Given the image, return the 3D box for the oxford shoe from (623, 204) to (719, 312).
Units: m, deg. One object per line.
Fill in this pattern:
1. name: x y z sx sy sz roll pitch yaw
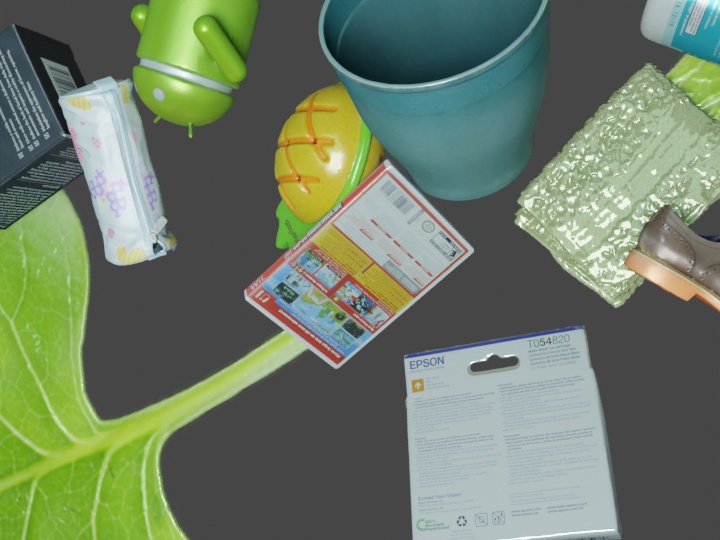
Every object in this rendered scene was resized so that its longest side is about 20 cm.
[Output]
1. oxford shoe: 0.340 0.010 0.755 0.198 0.071 0.074 26 100 -1

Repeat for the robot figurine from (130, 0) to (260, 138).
1. robot figurine: -0.177 -0.249 0.919 0.174 0.115 0.203 24 100 44

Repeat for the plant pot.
1. plant pot: 0.084 -0.174 0.777 0.197 0.189 0.203 -10 54 14

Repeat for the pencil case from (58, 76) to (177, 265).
1. pencil case: -0.264 -0.107 0.933 0.082 0.091 0.203 -18 106 -18

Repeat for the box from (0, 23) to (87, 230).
1. box: -0.417 -0.162 1.005 0.198 0.107 0.150 -30 81 15

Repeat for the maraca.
1. maraca: -0.041 -0.098 0.879 0.202 0.106 0.137 -64 31 21

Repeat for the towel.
1. towel: 0.257 -0.082 0.816 0.148 0.036 0.201 43 103 14

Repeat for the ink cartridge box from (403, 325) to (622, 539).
1. ink cartridge box: 0.143 0.168 0.837 0.196 0.041 0.203 -11 62 18

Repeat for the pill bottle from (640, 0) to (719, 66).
1. pill bottle: 0.358 -0.226 0.743 0.198 0.111 0.112 27 98 17

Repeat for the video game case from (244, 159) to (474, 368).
1. video game case: 0.000 0.000 0.863 0.200 0.018 0.143 -41 123 13
